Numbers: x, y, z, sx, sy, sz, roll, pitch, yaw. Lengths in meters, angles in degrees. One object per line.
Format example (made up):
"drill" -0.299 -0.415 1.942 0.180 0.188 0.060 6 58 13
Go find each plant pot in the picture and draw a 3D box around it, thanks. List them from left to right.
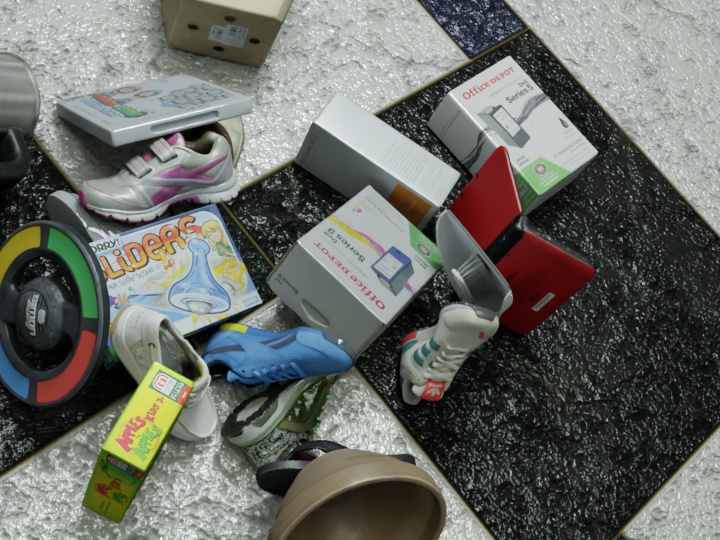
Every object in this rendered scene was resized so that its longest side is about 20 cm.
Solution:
"plant pot" -0.177 -0.398 1.384 0.200 0.200 0.177 10 71 -16
"plant pot" -0.015 0.261 1.101 0.201 0.201 0.093 -5 38 -23

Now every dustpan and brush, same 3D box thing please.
"dustpan and brush" 0.137 0.027 1.264 0.057 0.200 0.140 -34 63 -2

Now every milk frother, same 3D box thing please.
"milk frother" -0.501 -0.159 1.166 0.188 0.200 0.181 -12 91 -63

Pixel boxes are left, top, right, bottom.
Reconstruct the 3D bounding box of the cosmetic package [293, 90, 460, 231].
"cosmetic package" 0.021 -0.138 1.364 0.200 0.101 0.071 34 57 0

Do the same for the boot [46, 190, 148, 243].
"boot" -0.278 -0.031 1.218 0.200 0.074 0.096 49 51 -1

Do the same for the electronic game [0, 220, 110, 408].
"electronic game" -0.338 0.046 1.081 0.042 0.200 0.200 2 58 -56

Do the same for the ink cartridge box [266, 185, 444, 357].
"ink cartridge box" 0.000 0.000 1.255 0.145 0.088 0.200 43 38 5

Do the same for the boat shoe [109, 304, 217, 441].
"boat shoe" -0.196 0.119 1.095 0.069 0.200 0.071 4 49 29

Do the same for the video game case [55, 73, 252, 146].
"video game case" -0.259 -0.204 1.263 0.182 0.024 0.200 -20 28 -28

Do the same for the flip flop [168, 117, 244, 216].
"flip flop" -0.197 -0.150 1.312 0.081 0.058 0.200 20 58 -10

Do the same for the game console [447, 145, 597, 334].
"game console" 0.199 -0.033 1.316 0.172 0.200 0.119 28 57 -5

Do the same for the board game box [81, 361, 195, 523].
"board game box" -0.230 0.180 1.036 0.048 0.200 0.102 30 57 -4

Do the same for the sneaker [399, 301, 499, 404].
"sneaker" 0.103 0.106 1.210 0.070 0.200 0.094 17 64 -19

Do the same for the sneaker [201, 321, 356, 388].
"sneaker" -0.098 0.108 1.155 0.200 0.066 0.079 1 47 31

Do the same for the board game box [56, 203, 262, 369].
"board game box" -0.226 0.014 1.161 0.200 0.034 0.136 -23 84 -37

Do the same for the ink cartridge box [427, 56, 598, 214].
"ink cartridge box" 0.220 -0.194 1.480 0.145 0.084 0.200 -35 79 -32

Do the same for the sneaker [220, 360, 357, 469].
"sneaker" -0.073 0.166 1.200 0.200 0.077 0.089 -36 111 -34

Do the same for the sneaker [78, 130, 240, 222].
"sneaker" -0.238 -0.119 1.202 0.200 0.088 0.081 -18 35 -32

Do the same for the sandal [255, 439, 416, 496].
"sandal" -0.031 0.226 1.171 0.200 0.075 0.048 4 51 -29
